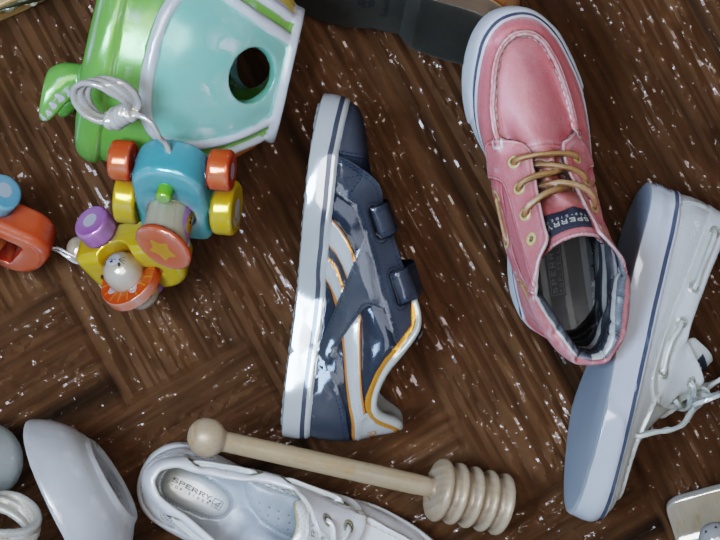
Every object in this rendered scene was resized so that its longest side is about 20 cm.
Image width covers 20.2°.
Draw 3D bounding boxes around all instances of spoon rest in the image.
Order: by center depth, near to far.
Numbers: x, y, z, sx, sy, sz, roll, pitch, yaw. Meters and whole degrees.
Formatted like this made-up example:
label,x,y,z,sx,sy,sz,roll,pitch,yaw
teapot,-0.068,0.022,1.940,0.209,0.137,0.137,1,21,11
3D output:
label,x,y,z,sx,sy,sz,roll,pitch,yaw
spoon rest,-0.141,0.173,1.162,0.060,0.099,0.201,-32,103,1

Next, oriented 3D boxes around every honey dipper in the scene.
label,x,y,z,sx,sy,sz,roll,pitch,yaw
honey dipper,-0.005,0.116,1.170,0.198,0.038,0.038,14,87,-20

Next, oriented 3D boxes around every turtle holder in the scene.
label,x,y,z,sx,sy,sz,roll,pitch,yaw
turtle holder,-0.098,-0.144,1.146,0.130,0.141,0.187,13,75,-2

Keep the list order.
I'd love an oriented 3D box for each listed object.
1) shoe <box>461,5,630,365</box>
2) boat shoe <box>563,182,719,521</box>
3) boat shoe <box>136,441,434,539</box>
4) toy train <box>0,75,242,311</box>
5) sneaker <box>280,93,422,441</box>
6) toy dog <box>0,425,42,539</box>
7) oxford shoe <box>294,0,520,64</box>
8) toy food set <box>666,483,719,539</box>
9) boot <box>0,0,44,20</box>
label,x,y,z,sx,sy,sz,roll,pitch,yaw
shoe,0.111,-0.047,1.152,0.071,0.091,0.202,-13,108,-8
boat shoe,0.181,0.056,1.199,0.085,0.075,0.204,17,78,-7
boat shoe,-0.037,0.158,1.175,0.198,0.069,0.071,20,85,-4
toy train,-0.155,-0.026,1.126,0.149,0.200,0.056,28,55,-25
sneaker,0.000,0.000,1.179,0.078,0.078,0.202,5,99,1
toy dog,-0.282,0.147,1.125,0.198,0.132,0.097,4,120,-26
oxford shoe,0.001,-0.188,1.198,0.198,0.071,0.072,21,61,-5
toy food set,0.237,0.173,1.119,0.142,0.201,0.061,-17,115,18
boot,-0.209,-0.257,1.178,0.174,0.066,0.202,-23,90,8
